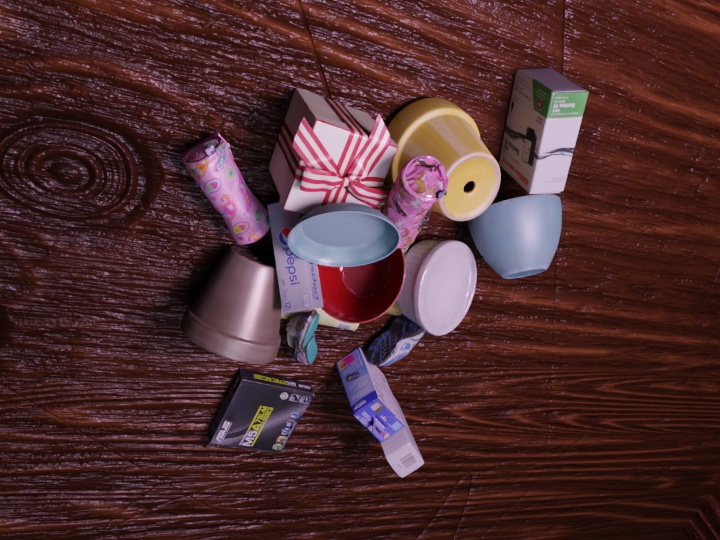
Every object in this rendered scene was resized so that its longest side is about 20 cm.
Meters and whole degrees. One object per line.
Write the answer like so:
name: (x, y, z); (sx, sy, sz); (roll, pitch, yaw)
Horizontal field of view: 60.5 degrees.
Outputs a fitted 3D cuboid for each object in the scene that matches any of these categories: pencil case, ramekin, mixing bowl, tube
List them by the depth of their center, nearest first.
pencil case: (0.085, -0.112, 1.063); (0.085, 0.084, 0.201); (29, 153, -2)
pencil case: (-0.235, -0.144, 1.101); (0.086, 0.088, 0.202); (-28, 127, -1)
mixing bowl: (0.000, 0.000, 1.215); (0.199, 0.202, 0.108); (-40, 170, 9)
ramekin: (0.157, 0.029, 1.326); (0.199, 0.093, 0.208); (-16, 114, -41)
tube: (-0.096, 0.086, 1.339); (0.195, 0.052, 0.060); (12, 79, -22)

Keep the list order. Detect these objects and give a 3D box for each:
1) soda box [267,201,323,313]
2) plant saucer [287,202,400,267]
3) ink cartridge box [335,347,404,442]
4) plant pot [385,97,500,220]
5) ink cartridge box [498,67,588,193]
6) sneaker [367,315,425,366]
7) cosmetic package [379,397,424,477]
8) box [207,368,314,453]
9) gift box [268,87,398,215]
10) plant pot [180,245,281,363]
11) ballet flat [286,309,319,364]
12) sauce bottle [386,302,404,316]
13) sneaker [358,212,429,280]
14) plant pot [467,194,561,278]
soda box: (-0.121, -0.026, 1.156); (0.062, 0.068, 0.206); (-10, 85, 15)
plant saucer: (-0.029, -0.065, 1.061); (0.194, 0.037, 0.201); (-2, 154, -1)
ink cartridge box: (0.026, 0.298, 1.428); (0.076, 0.201, 0.137); (-35, 128, 6)
plant pot: (0.158, -0.192, 1.147); (0.196, 0.190, 0.205); (-13, 127, -18)
ink cartridge box: (0.351, -0.272, 1.206); (0.081, 0.148, 0.205); (-6, 124, -15)
sneaker: (0.103, 0.149, 1.451); (0.199, 0.076, 0.077); (-41, 150, 9)
cosmetic package: (0.077, 0.385, 1.507); (0.073, 0.201, 0.103); (-30, 128, 2)
box: (-0.234, 0.334, 1.449); (0.190, 0.048, 0.203); (17, 114, -33)
gift box: (-0.053, -0.203, 1.067); (0.180, 0.188, 0.204); (7, 121, -25)
plant pot: (-0.225, 0.056, 1.191); (0.196, 0.199, 0.178); (18, 99, -30)
ballet flat: (-0.128, 0.138, 1.318); (0.070, 0.073, 0.202); (-12, 149, -13)
sauce bottle: (0.022, 0.053, 1.347); (0.196, 0.065, 0.066); (15, 117, -30)
sneaker: (0.071, -0.062, 1.298); (0.200, 0.076, 0.076); (-47, 158, 10)
plant pot: (0.329, -0.060, 1.284); (0.194, 0.139, 0.200); (-8, 170, -1)
